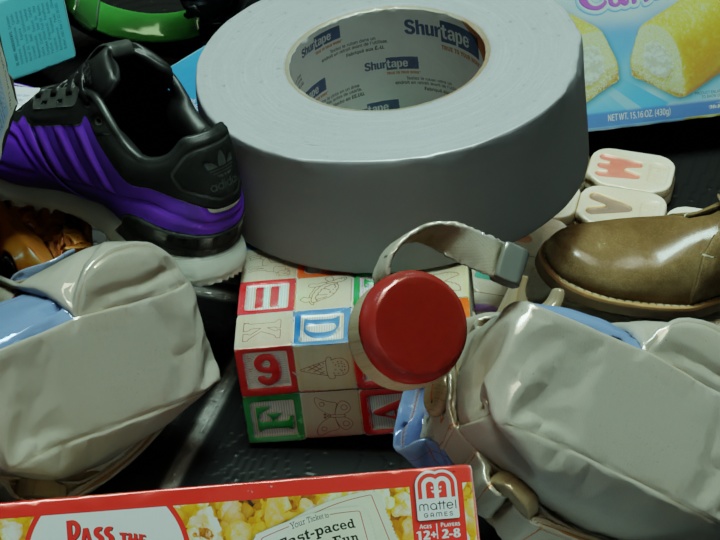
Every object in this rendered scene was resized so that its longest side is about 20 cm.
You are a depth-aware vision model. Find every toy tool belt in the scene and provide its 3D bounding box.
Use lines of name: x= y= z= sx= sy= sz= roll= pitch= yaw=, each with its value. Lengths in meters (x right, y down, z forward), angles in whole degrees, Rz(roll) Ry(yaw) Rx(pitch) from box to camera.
toy tool belt: x=0.071 y=0.061 z=1.108 sx=0.199 sy=0.123 sz=0.126 roll=22 pitch=75 yaw=-16
toy tool belt: x=-0.175 y=0.054 z=1.169 sx=0.199 sy=0.126 sz=0.123 roll=-24 pitch=16 yaw=-32

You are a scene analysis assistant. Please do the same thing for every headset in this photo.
headset: x=-0.097 y=-0.179 z=1.452 sx=0.199 sy=0.123 sz=0.094 roll=-25 pitch=49 yaw=32

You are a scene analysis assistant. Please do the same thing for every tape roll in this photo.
tape roll: x=0.016 y=-0.082 z=1.277 sx=0.199 sy=0.067 sz=0.201 roll=-5 pitch=35 yaw=4

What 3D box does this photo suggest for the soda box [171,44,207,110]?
soda box: x=-0.048 y=-0.100 z=1.419 sx=0.064 sy=0.068 sz=0.200 roll=22 pitch=39 yaw=30

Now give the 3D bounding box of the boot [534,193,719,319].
boot: x=0.189 y=-0.022 z=1.299 sx=0.199 sy=0.076 sz=0.074 roll=-3 pitch=41 yaw=-14

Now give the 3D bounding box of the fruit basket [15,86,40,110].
fruit basket: x=-0.262 y=-0.023 z=1.221 sx=0.200 sy=0.094 sz=0.185 roll=-40 pitch=25 yaw=-25

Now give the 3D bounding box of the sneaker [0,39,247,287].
sneaker: x=-0.130 y=-0.075 z=1.249 sx=0.199 sy=0.100 sz=0.069 roll=26 pitch=39 yaw=33

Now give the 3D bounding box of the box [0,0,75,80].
box: x=-0.270 y=-0.120 z=1.434 sx=0.199 sy=0.049 sz=0.082 roll=-24 pitch=24 yaw=-33

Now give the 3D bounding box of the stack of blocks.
stack of blocks: x=0.000 y=0.000 z=1.272 sx=0.114 sy=0.059 sz=0.201 roll=-5 pitch=35 yaw=3

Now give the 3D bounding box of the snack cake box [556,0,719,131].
snack cake box: x=0.129 y=-0.142 z=1.437 sx=0.199 sy=0.116 sz=0.067 roll=-8 pitch=13 yaw=-13

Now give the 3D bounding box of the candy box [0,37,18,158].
candy box: x=-0.239 y=-0.026 z=1.089 sx=0.135 sy=0.061 sz=0.201 roll=3 pitch=49 yaw=9

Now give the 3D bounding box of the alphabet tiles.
alphabet tiles: x=0.111 y=-0.012 z=1.349 sx=0.194 sy=0.015 sz=0.200 roll=9 pitch=36 yaw=10

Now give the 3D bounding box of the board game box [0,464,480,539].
board game box: x=-0.061 y=0.120 z=1.041 sx=0.199 sy=0.152 sz=0.047 roll=-4 pitch=79 yaw=-10

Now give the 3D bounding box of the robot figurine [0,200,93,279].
robot figurine: x=-0.213 y=-0.034 z=1.323 sx=0.144 sy=0.059 sz=0.200 roll=-12 pitch=37 yaw=-24
